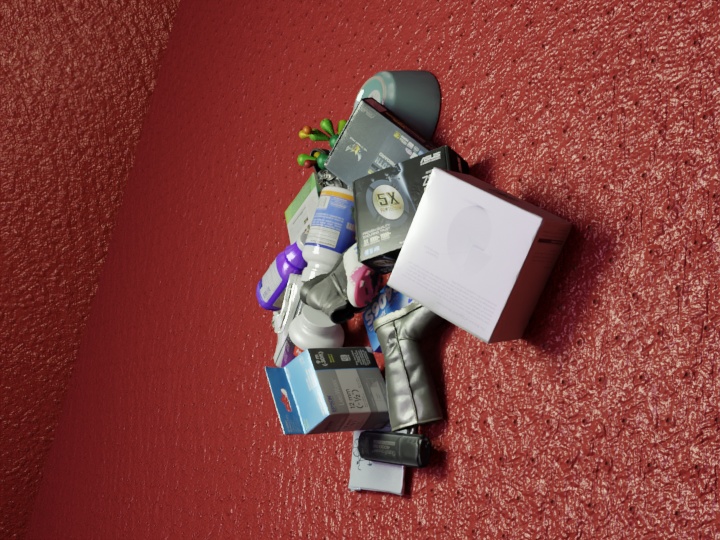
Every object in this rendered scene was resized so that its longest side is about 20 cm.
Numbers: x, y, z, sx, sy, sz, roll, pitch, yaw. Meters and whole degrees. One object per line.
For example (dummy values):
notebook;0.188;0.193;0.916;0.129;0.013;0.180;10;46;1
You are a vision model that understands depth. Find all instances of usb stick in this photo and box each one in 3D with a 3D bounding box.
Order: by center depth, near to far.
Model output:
usb stick;0.056;0.308;1.514;0.200;0.033;0.056;-12;75;58

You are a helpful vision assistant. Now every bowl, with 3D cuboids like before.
bowl;0.057;-0.313;1.726;0.201;0.105;0.201;-30;53;52

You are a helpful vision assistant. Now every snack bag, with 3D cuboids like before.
snack bag;0.041;0.308;1.594;0.188;0.021;0.201;-16;65;56

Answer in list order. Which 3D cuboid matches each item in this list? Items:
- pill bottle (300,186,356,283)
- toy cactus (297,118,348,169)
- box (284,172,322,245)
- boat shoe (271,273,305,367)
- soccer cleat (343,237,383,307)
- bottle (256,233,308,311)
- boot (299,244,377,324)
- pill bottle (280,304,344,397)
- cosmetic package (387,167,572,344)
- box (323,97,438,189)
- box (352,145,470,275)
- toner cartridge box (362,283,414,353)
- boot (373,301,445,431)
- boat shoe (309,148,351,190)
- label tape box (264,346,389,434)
pill bottle;-0.053;-0.060;1.779;0.112;0.112;0.201;2;73;59
toy cactus;-0.039;-0.260;1.859;0.200;0.102;0.165;-29;76;5
box;-0.113;-0.104;1.992;0.144;0.036;0.200;-49;42;38
boat shoe;-0.153;0.103;1.835;0.074;0.067;0.201;99;-168;-87
soccer cleat;0.000;0.000;1.619;0.086;0.070;0.200;0;36;23
bottle;-0.158;0.002;1.900;0.200;0.065;0.084;-52;39;35
boot;-0.007;0.027;1.677;0.200;0.070;0.132;-41;39;-21
pill bottle;-0.096;0.163;1.743;0.113;0.112;0.200;-116;32;-47
cosmetic package;0.179;-0.024;1.331;0.199;0.123;0.200;31;106;31
box;0.048;-0.205;1.644;0.200;0.051;0.158;40;120;13
box;0.094;-0.102;1.530;0.200;0.086;0.164;-17;64;30
toner cartridge box;0.079;0.057;1.605;0.200;0.043;0.095;-53;39;34
boot;0.107;0.159;1.492;0.182;0.072;0.201;-28;59;32
boat shoe;-0.067;-0.207;1.923;0.070;0.066;0.200;-55;37;32
label tape box;-0.054;0.212;1.554;0.066;0.200;0.144;-58;42;39
